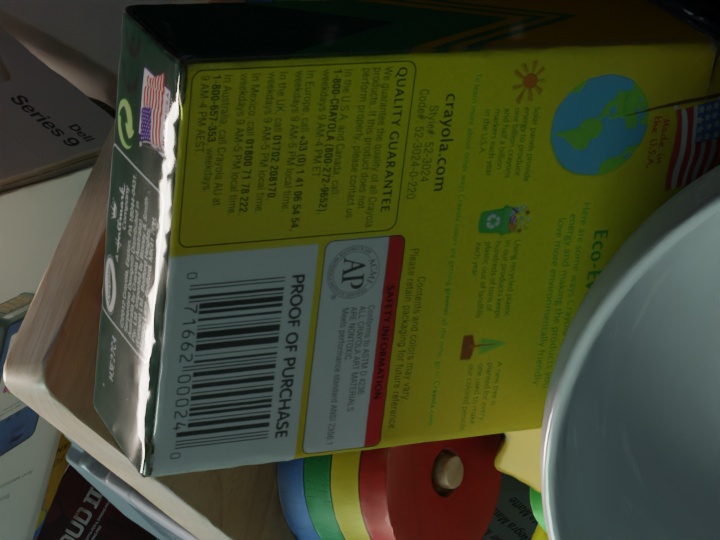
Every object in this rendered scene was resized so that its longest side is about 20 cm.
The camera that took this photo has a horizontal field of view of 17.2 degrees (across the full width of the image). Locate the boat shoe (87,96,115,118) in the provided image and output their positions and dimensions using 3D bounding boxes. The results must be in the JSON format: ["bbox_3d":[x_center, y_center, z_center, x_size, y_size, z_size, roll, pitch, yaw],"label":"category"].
[{"bbox_3d":[-0.107,-0.034,0.896,0.200,0.072,0.076,26,132,31],"label":"boat shoe"}]

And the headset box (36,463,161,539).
[{"bbox_3d":[-0.090,0.157,1.166,0.200,0.077,0.149,32,167,-4],"label":"headset box"}]

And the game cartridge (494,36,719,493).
[{"bbox_3d":[0.161,0.042,0.773,0.200,0.032,0.176,31,122,2],"label":"game cartridge"}]

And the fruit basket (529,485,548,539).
[{"bbox_3d":[0.140,0.097,0.931,0.216,0.156,0.216,17,150,10],"label":"fruit basket"}]

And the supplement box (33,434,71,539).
[{"bbox_3d":[-0.167,0.081,1.023,0.069,0.067,0.200,38,126,15],"label":"supplement box"}]

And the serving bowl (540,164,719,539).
[{"bbox_3d":[0.147,0.040,0.703,0.200,0.200,0.066,35,-162,-20],"label":"serving bowl"}]

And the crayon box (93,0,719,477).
[{"bbox_3d":[0.026,-0.014,0.699,0.200,0.127,0.051,-4,-155,-25],"label":"crayon box"}]

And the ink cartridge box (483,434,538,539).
[{"bbox_3d":[0.056,0.085,1.027,0.200,0.041,0.200,-31,133,18],"label":"ink cartridge box"}]

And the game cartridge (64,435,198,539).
[{"bbox_3d":[-0.028,0.129,1.014,0.200,0.040,0.133,31,165,18],"label":"game cartridge"}]

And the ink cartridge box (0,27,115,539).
[{"bbox_3d":[-0.176,0.005,0.869,0.145,0.088,0.200,38,126,25],"label":"ink cartridge box"}]

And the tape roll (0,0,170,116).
[{"bbox_3d":[-0.100,-0.084,0.953,0.202,0.071,0.202,27,164,8],"label":"tape roll"}]

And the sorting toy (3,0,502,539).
[{"bbox_3d":[0.000,0.000,0.813,0.070,0.200,0.199,3,151,37],"label":"sorting toy"}]
